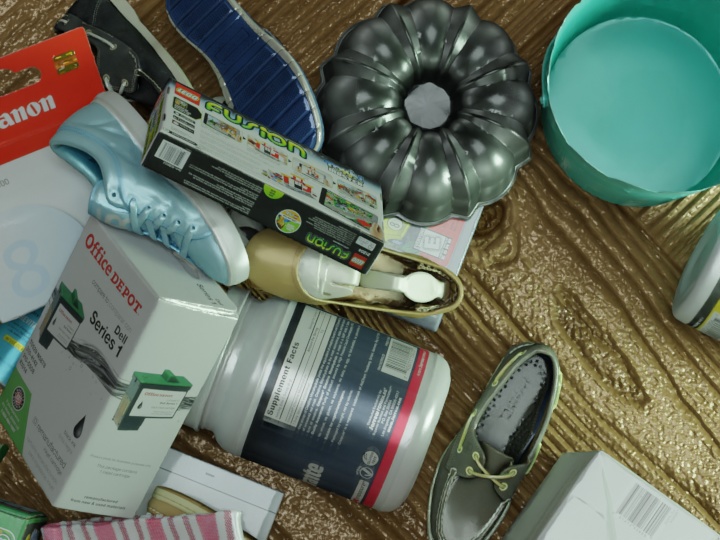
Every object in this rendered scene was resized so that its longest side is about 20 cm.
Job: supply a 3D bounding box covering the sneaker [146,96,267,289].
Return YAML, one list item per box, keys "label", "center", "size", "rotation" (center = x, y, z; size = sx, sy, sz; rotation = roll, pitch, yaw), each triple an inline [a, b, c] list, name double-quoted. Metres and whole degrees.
- label: "sneaker"
  center: [-0.105, -0.075, 1.591]
  size: [0.087, 0.076, 0.200]
  rotation: [-26, 60, -14]

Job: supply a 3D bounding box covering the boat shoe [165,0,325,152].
- label: "boat shoe"
  center: [-0.086, -0.173, 1.615]
  size: [0.072, 0.072, 0.200]
  rotation: [-38, 73, 14]

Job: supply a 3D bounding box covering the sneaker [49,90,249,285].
- label: "sneaker"
  center: [-0.174, -0.050, 1.508]
  size: [0.082, 0.074, 0.200]
  rotation: [-36, 70, -22]

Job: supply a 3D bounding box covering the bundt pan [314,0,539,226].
- label: "bundt pan"
  center: [0.057, -0.142, 1.599]
  size: [0.201, 0.076, 0.203]
  rotation: [0, 83, -2]

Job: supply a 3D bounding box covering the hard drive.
- label: "hard drive"
  center: [-0.162, 0.260, 1.600]
  size: [0.131, 0.027, 0.201]
  rotation: [22, 83, -1]

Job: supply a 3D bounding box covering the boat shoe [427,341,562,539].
- label: "boat shoe"
  center: [0.114, 0.153, 1.608]
  size: [0.072, 0.060, 0.202]
  rotation: [26, 83, 0]

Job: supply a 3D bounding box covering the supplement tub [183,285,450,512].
- label: "supplement tub"
  center: [-0.037, 0.105, 1.567]
  size: [0.199, 0.140, 0.141]
  rotation: [21, 83, 0]

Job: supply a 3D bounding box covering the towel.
- label: "towel"
  center: [-0.177, 0.272, 1.521]
  size: [0.199, 0.030, 0.147]
  rotation: [-8, 82, 31]

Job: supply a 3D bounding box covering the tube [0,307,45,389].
- label: "tube"
  center: [-0.252, 0.017, 1.618]
  size: [0.077, 0.050, 0.200]
  rotation: [38, 77, -7]

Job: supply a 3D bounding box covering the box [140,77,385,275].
- label: "box"
  center: [-0.075, -0.076, 1.499]
  size: [0.199, 0.110, 0.035]
  rotation: [26, 114, -14]

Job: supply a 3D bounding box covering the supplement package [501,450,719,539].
- label: "supplement package"
  center: [0.194, 0.228, 1.534]
  size: [0.121, 0.200, 0.120]
  rotation: [35, 84, 1]

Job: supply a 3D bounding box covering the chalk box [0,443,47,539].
- label: "chalk box"
  center: [-0.339, 0.235, 1.546]
  size: [0.123, 0.125, 0.201]
  rotation: [18, 82, -1]

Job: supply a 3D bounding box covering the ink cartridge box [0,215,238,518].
- label: "ink cartridge box"
  center: [-0.200, 0.075, 1.522]
  size: [0.084, 0.146, 0.201]
  rotation: [14, 111, -40]

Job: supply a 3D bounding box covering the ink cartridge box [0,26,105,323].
- label: "ink cartridge box"
  center: [-0.261, -0.079, 1.551]
  size: [0.159, 0.047, 0.201]
  rotation: [-24, 111, -18]

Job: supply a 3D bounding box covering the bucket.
- label: "bucket"
  center: [0.250, -0.152, 1.613]
  size: [0.206, 0.135, 0.208]
  rotation: [0, 84, -4]

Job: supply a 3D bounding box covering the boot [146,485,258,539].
- label: "boot"
  center: [-0.128, 0.289, 1.552]
  size: [0.200, 0.073, 0.156]
  rotation: [38, 84, -2]

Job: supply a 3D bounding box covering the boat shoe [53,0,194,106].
- label: "boat shoe"
  center: [-0.191, -0.167, 1.602]
  size: [0.067, 0.072, 0.200]
  rotation: [-37, 58, -8]

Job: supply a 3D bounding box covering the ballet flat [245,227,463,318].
- label: "ballet flat"
  center: [0.000, 0.000, 1.541]
  size: [0.199, 0.063, 0.069]
  rotation: [8, 92, -33]

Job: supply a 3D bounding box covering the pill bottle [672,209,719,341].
- label: "pill bottle"
  center: [0.378, 0.034, 1.610]
  size: [0.199, 0.111, 0.112]
  rotation: [27, 83, 0]

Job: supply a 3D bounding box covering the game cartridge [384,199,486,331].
- label: "game cartridge"
  center: [0.040, -0.062, 1.643]
  size: [0.132, 0.041, 0.201]
  rotation: [20, 83, 4]
